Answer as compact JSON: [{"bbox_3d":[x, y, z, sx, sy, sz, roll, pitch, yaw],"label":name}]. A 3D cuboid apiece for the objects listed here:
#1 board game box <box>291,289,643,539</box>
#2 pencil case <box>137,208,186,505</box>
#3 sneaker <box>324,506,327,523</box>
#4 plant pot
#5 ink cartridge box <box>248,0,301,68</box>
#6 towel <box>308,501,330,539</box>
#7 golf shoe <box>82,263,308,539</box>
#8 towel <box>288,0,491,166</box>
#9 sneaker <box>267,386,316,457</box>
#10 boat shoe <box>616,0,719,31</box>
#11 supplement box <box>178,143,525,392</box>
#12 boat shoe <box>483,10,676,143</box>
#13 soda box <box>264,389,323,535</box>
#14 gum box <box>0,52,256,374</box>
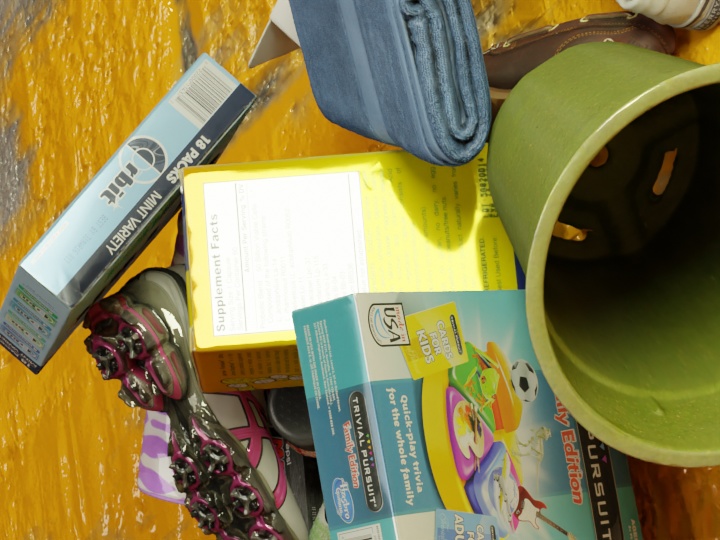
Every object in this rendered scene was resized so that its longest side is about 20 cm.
[{"bbox_3d":[0.059,0.088,1.275,0.047,0.199,0.152,-17,80,40],"label":"board game box"},{"bbox_3d":[-0.088,0.056,1.602,0.085,0.084,0.202,15,100,38],"label":"pencil case"},{"bbox_3d":[0.053,0.181,1.431,0.201,0.075,0.088,55,138,19],"label":"sneaker"},{"bbox_3d":[0.148,-0.033,1.254,0.190,0.198,0.202,-126,48,-64],"label":"plant pot"},{"bbox_3d":[0.021,-0.191,1.522,0.068,0.116,0.201,42,128,16],"label":"ink cartridge box"},{"bbox_3d":[0.029,0.181,1.492,0.149,0.031,0.201,32,117,24],"label":"towel"},{"bbox_3d":[-0.081,0.087,1.522,0.072,0.092,0.201,-25,97,48],"label":"golf shoe"},{"bbox_3d":[0.018,-0.122,1.385,0.200,0.048,0.113,-154,49,-67],"label":"towel"},{"bbox_3d":[0.019,0.029,1.551,0.067,0.108,0.202,33,84,17],"label":"sneaker"},{"bbox_3d":[0.136,-0.211,1.383,0.071,0.069,0.201,-56,41,40],"label":"boat shoe"},{"bbox_3d":[0.000,0.000,1.438,0.110,0.198,0.110,91,175,-74],"label":"supplement box"},{"bbox_3d":[0.107,-0.103,1.434,0.199,0.070,0.071,-4,45,57],"label":"boat shoe"},{"bbox_3d":[-0.027,0.122,1.624,0.071,0.063,0.202,-26,64,55],"label":"soda box"},{"bbox_3d":[-0.147,-0.030,1.521,0.170,0.044,0.200,-51,1,-18],"label":"gum box"}]
